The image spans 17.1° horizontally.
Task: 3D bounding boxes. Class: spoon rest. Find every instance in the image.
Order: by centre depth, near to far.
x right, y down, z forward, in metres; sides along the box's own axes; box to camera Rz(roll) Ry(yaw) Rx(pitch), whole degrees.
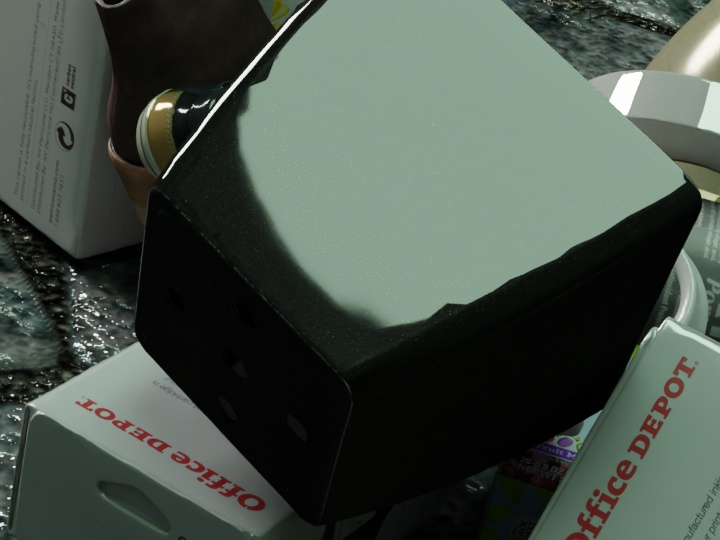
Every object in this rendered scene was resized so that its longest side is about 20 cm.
[{"bbox_3d":[0.124,-0.023,1.344,0.200,0.061,0.099,43,-1,30],"label":"spoon rest"}]

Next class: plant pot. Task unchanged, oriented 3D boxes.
[{"bbox_3d":[0.007,-0.003,1.101,0.177,0.200,0.200,-35,70,-28],"label":"plant pot"}]

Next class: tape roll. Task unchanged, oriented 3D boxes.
[{"bbox_3d":[0.215,-0.054,1.481,0.202,0.203,0.037,19,69,10],"label":"tape roll"}]

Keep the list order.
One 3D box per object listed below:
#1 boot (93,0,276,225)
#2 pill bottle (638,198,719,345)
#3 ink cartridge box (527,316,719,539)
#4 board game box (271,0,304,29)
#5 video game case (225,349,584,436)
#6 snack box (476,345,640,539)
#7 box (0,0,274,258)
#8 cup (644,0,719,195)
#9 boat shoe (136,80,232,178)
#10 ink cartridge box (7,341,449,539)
[{"bbox_3d":[-0.059,-0.124,1.364,0.200,0.167,0.072,-30,46,-27],"label":"boot"},{"bbox_3d":[0.234,0.021,1.425,0.200,0.111,0.111,14,29,3],"label":"pill bottle"},{"bbox_3d":[0.195,0.136,1.142,0.200,0.146,0.084,30,-12,13],"label":"ink cartridge box"},{"bbox_3d":[-0.078,-0.170,1.632,0.200,0.103,0.105,5,31,-14],"label":"board game box"},{"bbox_3d":[0.002,0.021,1.254,0.200,0.022,0.182,6,29,-15],"label":"video game case"},{"bbox_3d":[0.178,0.120,1.276,0.200,0.068,0.169,20,31,9],"label":"snack box"},{"bbox_3d":[-0.168,-0.147,1.455,0.131,0.199,0.200,-17,39,-40],"label":"box"},{"bbox_3d":[0.275,-0.110,1.635,0.200,0.143,0.200,11,29,-6],"label":"cup"},{"bbox_3d":[-0.030,-0.068,1.329,0.200,0.075,0.062,7,-14,-41],"label":"boat shoe"},{"bbox_3d":[-0.059,0.095,1.204,0.146,0.083,0.200,28,32,23],"label":"ink cartridge box"}]
